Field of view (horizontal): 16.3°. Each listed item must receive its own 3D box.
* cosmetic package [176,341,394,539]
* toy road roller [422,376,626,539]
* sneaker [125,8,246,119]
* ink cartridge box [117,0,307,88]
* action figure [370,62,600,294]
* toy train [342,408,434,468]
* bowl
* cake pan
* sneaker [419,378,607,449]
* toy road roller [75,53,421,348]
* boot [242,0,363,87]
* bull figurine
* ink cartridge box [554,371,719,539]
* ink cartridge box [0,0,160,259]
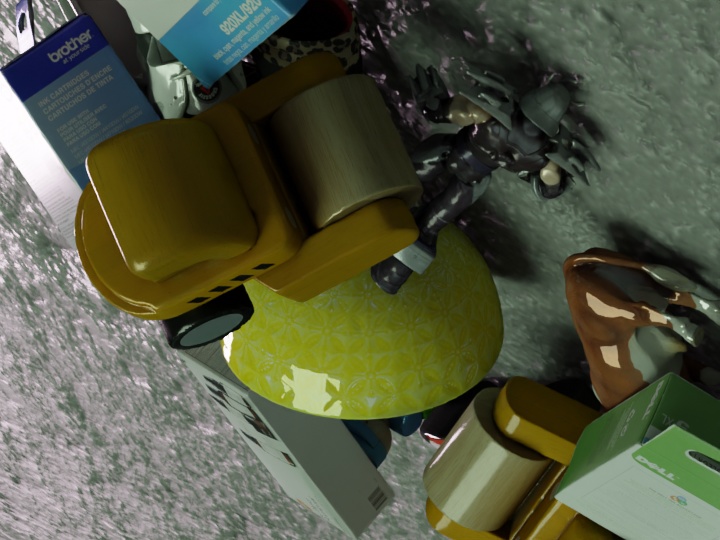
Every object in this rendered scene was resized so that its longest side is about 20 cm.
[{"bbox_3d":[-0.053,0.113,1.834,0.082,0.051,0.200,31,162,41],"label":"cosmetic package"},{"bbox_3d":[0.143,0.184,1.754,0.200,0.146,0.123,27,123,-8],"label":"toy road roller"},{"bbox_3d":[-0.106,-0.147,1.593,0.089,0.074,0.200,54,163,39],"label":"sneaker"},{"bbox_3d":[-0.095,-0.241,1.465,0.200,0.147,0.145,43,156,-8],"label":"ink cartridge box"},{"bbox_3d":[0.063,-0.070,1.584,0.130,0.069,0.200,41,129,-18],"label":"action figure"},{"bbox_3d":[-0.030,0.063,1.936,0.200,0.116,0.085,30,154,20],"label":"toy train"},{"bbox_3d":[0.000,0.000,1.724,0.200,0.200,0.108,24,131,33],"label":"bowl"},{"bbox_3d":[-0.168,-0.149,1.778,0.201,0.037,0.200,61,174,11],"label":"cake pan"},{"bbox_3d":[0.131,0.140,1.896,0.108,0.067,0.201,51,151,-18],"label":"sneaker"},{"bbox_3d":[-0.076,-0.045,1.505,0.123,0.200,0.146,65,-170,15],"label":"toy road roller"},{"bbox_3d":[-0.058,-0.136,1.690,0.200,0.073,0.151,33,152,36],"label":"boot"},{"bbox_3d":[0.194,0.060,1.669,0.121,0.065,0.200,14,152,32],"label":"bull figurine"},{"bbox_3d":[0.214,0.125,1.623,0.104,0.059,0.200,31,156,-6],"label":"ink cartridge box"},{"bbox_3d":[-0.182,-0.086,1.666,0.200,0.076,0.136,55,164,-6],"label":"ink cartridge box"}]
